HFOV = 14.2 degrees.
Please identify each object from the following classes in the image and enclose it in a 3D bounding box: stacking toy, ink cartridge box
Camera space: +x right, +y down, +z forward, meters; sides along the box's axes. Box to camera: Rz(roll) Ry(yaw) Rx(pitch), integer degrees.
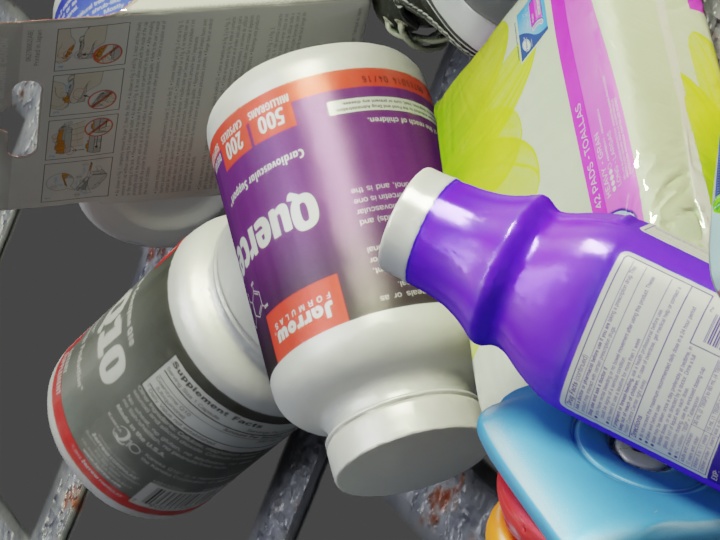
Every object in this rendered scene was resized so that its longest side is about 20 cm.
[{"bbox_3d":[0.090,0.154,1.223,0.110,0.115,0.201,55,137,48],"label":"stacking toy"},{"bbox_3d":[-0.102,-0.100,1.505,0.161,0.199,0.050,104,158,-53],"label":"ink cartridge box"}]

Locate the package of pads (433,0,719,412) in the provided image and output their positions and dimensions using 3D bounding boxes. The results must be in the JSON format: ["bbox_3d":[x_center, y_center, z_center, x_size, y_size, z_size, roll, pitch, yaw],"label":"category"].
[{"bbox_3d":[0.101,-0.037,1.297,0.155,0.068,0.201,-51,36,43],"label":"package of pads"}]

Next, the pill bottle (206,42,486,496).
[{"bbox_3d":[0.000,0.000,1.376,0.112,0.112,0.201,-41,56,44],"label":"pill bottle"}]

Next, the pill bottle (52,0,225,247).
[{"bbox_3d":[-0.120,-0.122,1.684,0.112,0.112,0.201,-49,38,37],"label":"pill bottle"}]

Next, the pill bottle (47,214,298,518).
[{"bbox_3d":[-0.071,0.041,1.517,0.200,0.113,0.114,-40,43,45],"label":"pill bottle"}]

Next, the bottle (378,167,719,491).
[{"bbox_3d":[0.103,0.021,1.163,0.199,0.065,0.084,26,106,16],"label":"bottle"}]

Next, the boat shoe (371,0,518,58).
[{"bbox_3d":[0.042,-0.145,1.466,0.064,0.070,0.200,-61,24,22],"label":"boat shoe"}]

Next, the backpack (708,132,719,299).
[{"bbox_3d":[0.216,-0.052,1.001,0.147,0.182,0.201,-14,59,56],"label":"backpack"}]
